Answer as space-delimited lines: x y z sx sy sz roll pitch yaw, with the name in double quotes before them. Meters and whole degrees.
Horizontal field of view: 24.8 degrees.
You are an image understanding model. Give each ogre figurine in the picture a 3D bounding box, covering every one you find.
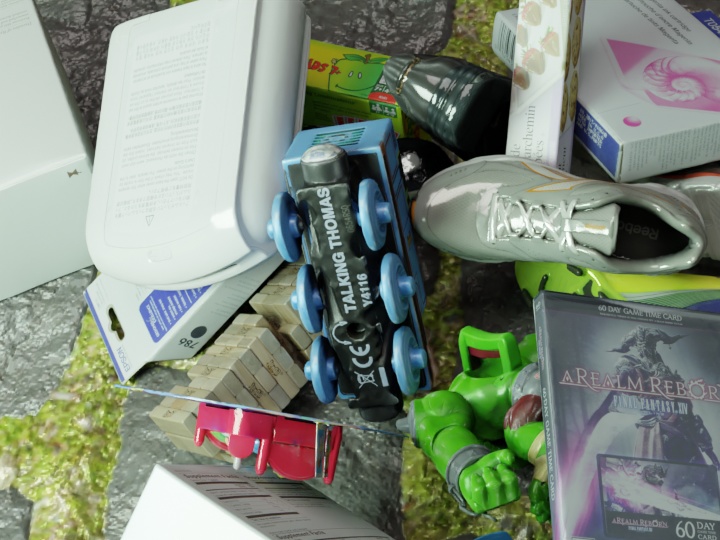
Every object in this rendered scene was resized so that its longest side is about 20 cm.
"ogre figurine" 0.115 0.090 1.071 0.200 0.098 0.120 -44 40 -22

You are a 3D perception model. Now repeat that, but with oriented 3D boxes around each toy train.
"toy train" 0.000 0.000 1.096 0.086 0.201 0.114 -7 24 16

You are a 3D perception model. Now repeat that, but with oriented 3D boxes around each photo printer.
"photo printer" -0.115 -0.086 1.148 0.166 0.069 0.201 -8 71 40

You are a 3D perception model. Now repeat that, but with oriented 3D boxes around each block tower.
"block tower" -0.058 0.049 1.156 0.200 0.054 0.058 -48 26 -22

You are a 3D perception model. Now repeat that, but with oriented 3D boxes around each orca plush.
"orca plush" -0.030 -0.072 1.219 0.199 0.105 0.071 -13 94 32

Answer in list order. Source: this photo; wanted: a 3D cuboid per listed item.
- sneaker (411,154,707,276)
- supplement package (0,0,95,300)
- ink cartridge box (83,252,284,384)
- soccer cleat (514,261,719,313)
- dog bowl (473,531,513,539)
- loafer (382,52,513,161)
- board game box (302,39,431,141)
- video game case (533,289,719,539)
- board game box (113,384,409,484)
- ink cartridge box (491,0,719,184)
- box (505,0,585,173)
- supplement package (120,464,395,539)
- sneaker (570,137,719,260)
"sneaker" 0.133 -0.035 1.075 0.199 0.092 0.076 4 95 1
"supplement package" -0.274 -0.100 1.270 0.119 0.121 0.200 -21 54 -5
"ink cartridge box" -0.116 -0.012 1.196 0.200 0.039 0.100 -44 52 20
"soccer cleat" 0.203 0.025 1.149 0.200 0.065 0.084 21 31 27
"dog bowl" 0.140 0.213 1.022 0.199 0.050 0.112 -13 54 -1
"loafer" 0.074 -0.121 1.183 0.072 0.200 0.073 32 91 17
"board game box" -0.048 -0.128 1.263 0.199 0.102 0.048 15 55 19
"video game case" 0.180 0.111 1.005 0.142 0.019 0.201 8 61 -16
"board game box" -0.061 0.105 1.004 0.157 0.200 0.039 8 84 13
"ink cartridge box" 0.229 -0.149 1.216 0.199 0.043 0.197 -14 40 -19
"box" 0.128 -0.122 1.140 0.039 0.041 0.201 7 94 24
"supplement package" -0.038 0.225 0.949 0.200 0.151 0.152 29 97 26
"sneaker" 0.213 -0.063 1.207 0.199 0.077 0.082 23 33 25
